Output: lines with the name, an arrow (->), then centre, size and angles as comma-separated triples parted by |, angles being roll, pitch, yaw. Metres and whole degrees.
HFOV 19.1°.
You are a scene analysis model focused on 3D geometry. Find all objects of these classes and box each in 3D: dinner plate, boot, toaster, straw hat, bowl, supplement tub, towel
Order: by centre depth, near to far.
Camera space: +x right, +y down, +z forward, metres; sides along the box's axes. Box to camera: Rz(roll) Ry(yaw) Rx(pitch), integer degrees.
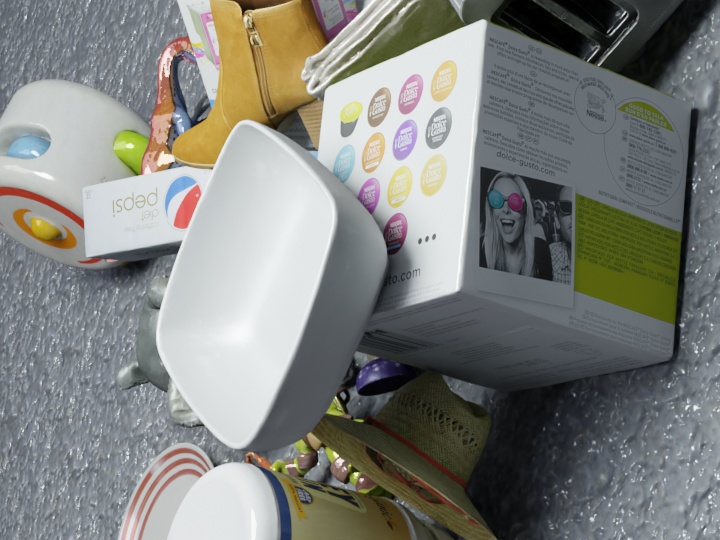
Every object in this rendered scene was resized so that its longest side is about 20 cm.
bowl -> -0.056, 0.015, 1.499 | 0.200, 0.074, 0.201 | 45, 116, 55
toaster -> 0.155, -0.246, 1.545 | 0.181, 0.199, 0.119 | -48, 37, 20
straw hat -> 0.051, 0.123, 1.580 | 0.085, 0.201, 0.201 | -56, 30, -9
supplement tub -> -0.035, 0.233, 1.616 | 0.144, 0.199, 0.145 | -31, 51, 47
towel -> 0.056, -0.158, 1.646 | 0.132, 0.199, 0.035 | -40, 54, 22
boot -> -0.097, -0.162, 1.736 | 0.200, 0.145, 0.071 | -5, 30, 37
dinner plate -> -0.175, 0.262, 1.993 | 0.200, 0.024, 0.202 | -33, 48, 46

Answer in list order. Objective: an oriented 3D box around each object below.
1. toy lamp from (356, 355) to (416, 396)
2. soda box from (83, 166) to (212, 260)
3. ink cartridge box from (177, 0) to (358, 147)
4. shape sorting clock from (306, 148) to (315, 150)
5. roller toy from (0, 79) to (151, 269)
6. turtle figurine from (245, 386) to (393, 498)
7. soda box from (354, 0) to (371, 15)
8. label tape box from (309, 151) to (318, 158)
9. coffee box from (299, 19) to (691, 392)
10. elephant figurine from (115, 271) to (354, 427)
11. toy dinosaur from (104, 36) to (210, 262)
toy lamp -> 0.000, 0.000, 1.769 | 0.058, 0.058, 0.201 | -33, 66, 46
soda box -> -0.163, -0.054, 1.954 | 0.199, 0.063, 0.069 | -9, 82, 40
ink cartridge box -> -0.076, -0.212, 1.815 | 0.144, 0.084, 0.201 | 3, 116, 48
shape sorting clock -> -0.014, -0.129, 1.913 | 0.199, 0.039, 0.202 | -17, 65, 42
roller toy -> -0.298, -0.091, 2.183 | 0.140, 0.181, 0.200 | -66, 3, -24
turtle figurine -> -0.032, 0.137, 1.773 | 0.161, 0.064, 0.201 | 40, 130, 44
soda box -> 0.029, -0.226, 1.825 | 0.199, 0.068, 0.064 | 7, 64, 48
label tape box -> 0.022, -0.019, 1.712 | 0.066, 0.198, 0.144 | 82, -171, -75
coffee box -> 0.097, -0.039, 1.541 | 0.199, 0.199, 0.199 | -16, 63, 53
elephant figurine -> -0.113, 0.091, 1.895 | 0.200, 0.141, 0.156 | 52, 149, 36
toy dinosaur -> -0.176, -0.128, 2.070 | 0.105, 0.199, 0.183 | -8, 104, 46
